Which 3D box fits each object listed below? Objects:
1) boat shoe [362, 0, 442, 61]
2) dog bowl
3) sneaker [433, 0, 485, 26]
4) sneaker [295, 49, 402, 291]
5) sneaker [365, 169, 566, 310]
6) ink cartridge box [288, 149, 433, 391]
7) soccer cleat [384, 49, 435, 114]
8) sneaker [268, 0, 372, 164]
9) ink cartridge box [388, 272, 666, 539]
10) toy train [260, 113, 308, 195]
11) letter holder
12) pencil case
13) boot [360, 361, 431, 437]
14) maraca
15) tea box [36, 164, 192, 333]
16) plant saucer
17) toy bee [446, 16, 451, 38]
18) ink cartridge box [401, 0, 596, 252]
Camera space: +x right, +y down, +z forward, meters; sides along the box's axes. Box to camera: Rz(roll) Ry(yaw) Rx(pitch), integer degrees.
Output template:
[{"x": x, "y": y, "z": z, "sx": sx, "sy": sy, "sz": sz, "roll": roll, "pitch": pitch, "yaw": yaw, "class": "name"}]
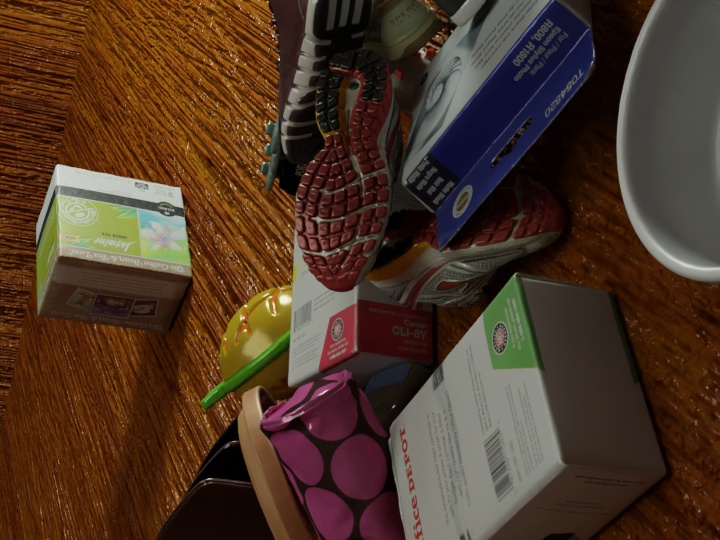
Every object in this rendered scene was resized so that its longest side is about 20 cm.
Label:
[{"x": 0.003, "y": -0.233, "z": 1.112, "sx": 0.073, "sy": 0.063, "sz": 0.200, "roll": -48, "pitch": 27, "yaw": -12, "class": "boat shoe"}, {"x": 0.227, "y": -0.088, "z": 0.664, "sx": 0.200, "sy": 0.078, "sz": 0.202, "roll": -171, "pitch": 90, "yaw": -67, "class": "dog bowl"}, {"x": 0.094, "y": -0.296, "z": 0.936, "sx": 0.201, "sy": 0.099, "sz": 0.071, "roll": -57, "pitch": 11, "yaw": 3, "class": "sneaker"}, {"x": 0.003, "y": -0.075, "z": 1.006, "sx": 0.077, "sy": 0.082, "sz": 0.202, "roll": 0, "pitch": 65, "yaw": 21, "class": "sneaker"}, {"x": 0.086, "y": -0.019, "z": 0.981, "sx": 0.199, "sy": 0.082, "sz": 0.078, "roll": -17, "pitch": 41, "yaw": 49, "class": "sneaker"}, {"x": 0.000, "y": 0.000, "z": 1.141, "sx": 0.145, "sy": 0.083, "sz": 0.202, "roll": 147, "pitch": 128, "yaw": -59, "class": "ink cartridge box"}, {"x": 0.035, "y": -0.177, "z": 1.157, "sx": 0.200, "sy": 0.069, "sz": 0.078, "roll": -109, "pitch": 31, "yaw": -59, "class": "soccer cleat"}, {"x": -0.049, "y": -0.199, "z": 1.088, "sx": 0.116, "sy": 0.075, "sz": 0.201, "roll": 53, "pitch": 143, "yaw": 34, "class": "sneaker"}, {"x": 0.105, "y": 0.123, "z": 0.858, "sx": 0.200, "sy": 0.084, "sz": 0.147, "roll": 124, "pitch": 146, "yaw": -45, "class": "ink cartridge box"}, {"x": -0.052, "y": -0.148, "z": 1.290, "sx": 0.200, "sy": 0.084, "sz": 0.115, "roll": 114, "pitch": 169, "yaw": -72, "class": "toy train"}, {"x": -0.139, "y": 0.231, "z": 1.300, "sx": 0.200, "sy": 0.141, "sz": 0.101, "roll": 124, "pitch": 146, "yaw": -45, "class": "letter holder"}, {"x": -0.006, "y": 0.180, "z": 0.964, "sx": 0.093, "sy": 0.091, "sz": 0.201, "roll": -17, "pitch": 101, "yaw": 40, "class": "pencil case"}, {"x": 0.017, "y": 0.152, "z": 1.100, "sx": 0.097, "sy": 0.074, "sz": 0.200, "roll": -63, "pitch": 5, "yaw": -25, "class": "boot"}, {"x": -0.094, "y": 0.084, "z": 1.274, "sx": 0.107, "sy": 0.137, "sz": 0.200, "roll": 53, "pitch": 136, "yaw": 0, "class": "maraca"}, {"x": -0.369, "y": -0.030, "z": 1.846, "sx": 0.134, "sy": 0.198, "sz": 0.198, "roll": -59, "pitch": 33, "yaw": 39, "class": "tea box"}, {"x": -0.060, "y": 0.197, "z": 1.068, "sx": 0.200, "sy": 0.032, "sz": 0.202, "roll": 155, "pitch": 90, "yaw": -90, "class": "plant saucer"}, {"x": 0.081, "y": -0.283, "z": 1.032, "sx": 0.131, "sy": 0.108, "sz": 0.201, "roll": 53, "pitch": 130, "yaw": 56, "class": "toy bee"}, {"x": 0.099, "y": -0.146, "z": 0.930, "sx": 0.200, "sy": 0.040, "sz": 0.201, "roll": -51, "pitch": 21, "yaw": 36, "class": "ink cartridge box"}]
